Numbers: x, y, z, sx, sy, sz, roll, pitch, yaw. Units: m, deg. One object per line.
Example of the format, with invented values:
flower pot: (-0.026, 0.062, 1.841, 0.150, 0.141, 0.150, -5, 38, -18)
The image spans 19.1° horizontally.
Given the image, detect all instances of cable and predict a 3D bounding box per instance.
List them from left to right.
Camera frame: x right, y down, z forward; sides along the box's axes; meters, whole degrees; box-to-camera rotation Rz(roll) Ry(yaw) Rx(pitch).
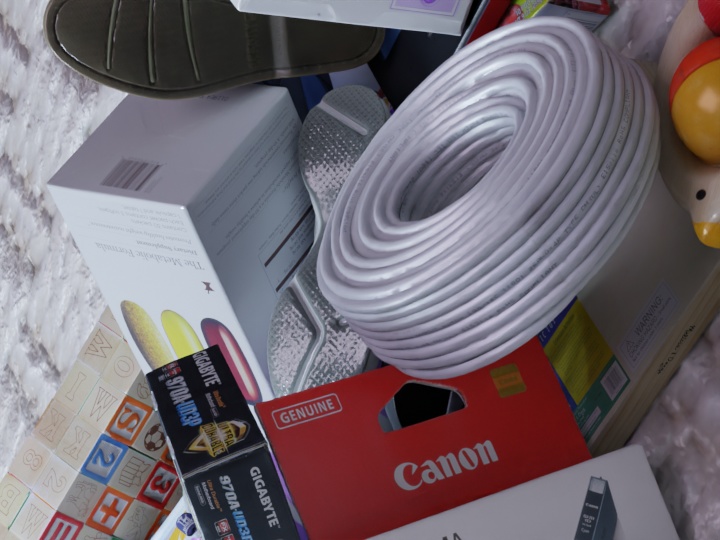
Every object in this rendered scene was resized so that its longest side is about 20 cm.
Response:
cable: (0.065, -0.039, 1.092, 0.200, 0.069, 0.200, -43, 24, 6)

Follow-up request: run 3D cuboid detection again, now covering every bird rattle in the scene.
bird rattle: (0.187, -0.105, 1.040, 0.163, 0.112, 0.200, -57, 43, 38)

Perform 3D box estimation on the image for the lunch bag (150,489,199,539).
lunch bag: (-0.049, 0.197, 1.323, 0.200, 0.127, 0.170, -51, 42, 35)

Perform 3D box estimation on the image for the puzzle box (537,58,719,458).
puzzle box: (0.137, 0.003, 1.169, 0.200, 0.025, 0.133, -59, 43, 32)

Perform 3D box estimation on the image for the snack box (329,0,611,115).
snack box: (0.054, -0.156, 1.278, 0.200, 0.053, 0.143, -44, 51, 43)

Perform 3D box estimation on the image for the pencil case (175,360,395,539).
pencil case: (-0.011, 0.106, 1.238, 0.200, 0.084, 0.085, -44, 18, -14)

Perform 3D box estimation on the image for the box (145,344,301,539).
box: (-0.049, 0.154, 1.079, 0.159, 0.046, 0.201, -128, 18, -72)

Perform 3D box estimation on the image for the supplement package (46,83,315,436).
supplement package: (-0.080, -0.004, 1.281, 0.113, 0.110, 0.200, 10, 137, 36)

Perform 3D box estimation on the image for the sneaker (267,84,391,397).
sneaker: (0.000, 0.000, 1.219, 0.070, 0.080, 0.201, 1, 72, 27)

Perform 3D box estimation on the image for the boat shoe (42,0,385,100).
boat shoe: (-0.089, -0.137, 1.231, 0.068, 0.199, 0.072, -149, 61, -67)

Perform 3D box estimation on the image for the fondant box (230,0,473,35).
fondant box: (-0.037, -0.209, 1.197, 0.200, 0.144, 0.058, 55, 132, 44)

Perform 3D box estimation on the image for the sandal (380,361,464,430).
sandal: (0.059, 0.104, 1.205, 0.043, 0.076, 0.201, 27, 133, 51)

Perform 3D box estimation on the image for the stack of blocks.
stack of blocks: (-0.156, 0.124, 1.402, 0.058, 0.115, 0.200, 29, 88, 41)

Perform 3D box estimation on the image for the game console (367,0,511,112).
game console: (0.032, -0.204, 1.244, 0.177, 0.031, 0.200, -57, 42, 33)

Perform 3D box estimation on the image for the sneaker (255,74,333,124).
sneaker: (-0.054, -0.067, 1.341, 0.081, 0.146, 0.201, -49, 49, 40)

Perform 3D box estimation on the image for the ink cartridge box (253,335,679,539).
ink cartridge box: (0.063, 0.120, 1.078, 0.045, 0.199, 0.177, -34, 75, 50)
